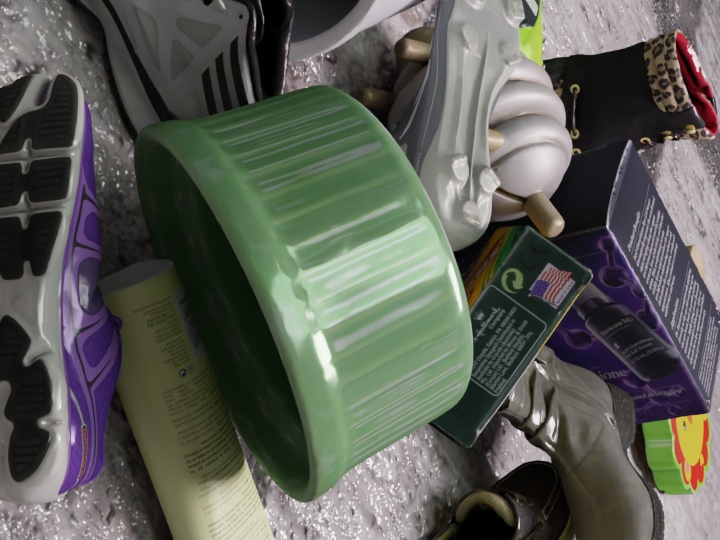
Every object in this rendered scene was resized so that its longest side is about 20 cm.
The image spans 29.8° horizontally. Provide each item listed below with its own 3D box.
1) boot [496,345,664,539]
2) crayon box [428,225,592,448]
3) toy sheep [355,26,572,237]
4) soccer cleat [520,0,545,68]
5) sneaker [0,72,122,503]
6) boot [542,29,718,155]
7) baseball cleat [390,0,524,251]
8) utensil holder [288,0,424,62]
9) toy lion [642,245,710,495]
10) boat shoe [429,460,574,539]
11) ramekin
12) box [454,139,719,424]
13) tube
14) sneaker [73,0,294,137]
[{"bbox_3d":[0.135,0.122,0.937,0.131,0.068,0.200,35,29,-23],"label":"boot"},{"bbox_3d":[0.078,0.036,0.863,0.051,0.127,0.200,35,1,0],"label":"crayon box"},{"bbox_3d":[0.083,-0.098,0.960,0.138,0.138,0.200,17,39,-53],"label":"toy sheep"},{"bbox_3d":[0.118,-0.248,1.138,0.081,0.067,0.201,21,61,-37],"label":"soccer cleat"},{"bbox_3d":[-0.152,0.008,0.639,0.083,0.080,0.201,16,74,-68],"label":"sneaker"},{"bbox_3d":[0.237,-0.107,1.181,0.073,0.150,0.200,-39,110,-55],"label":"boot"},{"bbox_3d":[0.045,-0.103,0.850,0.070,0.106,0.200,30,60,-35],"label":"baseball cleat"},{"bbox_3d":[-0.015,-0.232,0.835,0.200,0.170,0.170,-39,111,-57],"label":"utensil holder"},{"bbox_3d":[0.300,0.104,1.289,0.192,0.069,0.200,65,33,-29],"label":"toy lion"},{"bbox_3d":[0.094,0.180,0.925,0.200,0.073,0.065,-44,125,-54],"label":"boat shoe"},{"bbox_3d":[-0.028,0.005,0.677,0.098,0.200,0.200,-24,101,-18],"label":"ramekin"},{"bbox_3d":[0.173,0.019,1.041,0.200,0.148,0.104,54,39,-28],"label":"box"},{"bbox_3d":[-0.090,0.095,0.710,0.058,0.052,0.200,-24,105,-17],"label":"tube"},{"bbox_3d":[-0.098,-0.166,0.727,0.076,0.115,0.201,-47,117,-52],"label":"sneaker"}]
